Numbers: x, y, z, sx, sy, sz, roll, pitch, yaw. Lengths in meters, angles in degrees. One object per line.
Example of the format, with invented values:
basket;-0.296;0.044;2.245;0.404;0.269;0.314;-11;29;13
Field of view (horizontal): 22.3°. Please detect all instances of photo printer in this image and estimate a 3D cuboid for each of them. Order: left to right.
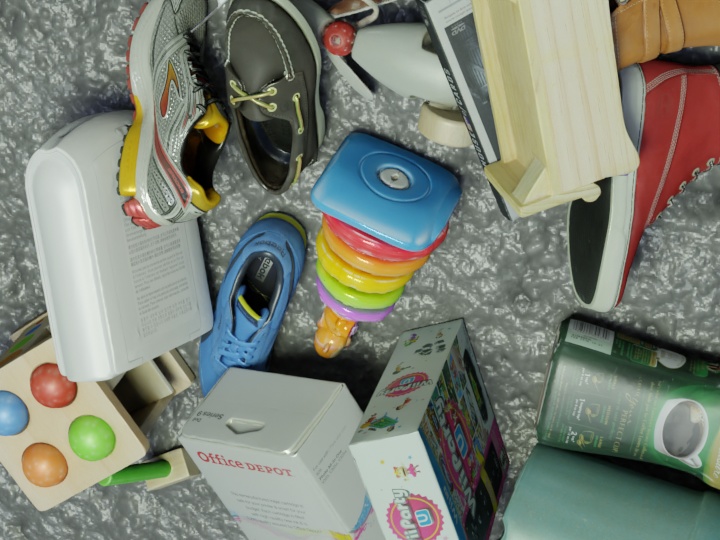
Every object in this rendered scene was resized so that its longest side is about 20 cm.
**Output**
photo printer;-0.196;-0.027;1.485;0.069;0.166;0.202;-3;102;28

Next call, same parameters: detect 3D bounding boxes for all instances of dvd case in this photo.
dvd case;0.140;-0.154;1.374;0.150;0.025;0.201;-30;122;-8

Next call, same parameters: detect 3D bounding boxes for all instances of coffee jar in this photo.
coffee jar;0.247;0.111;1.494;0.198;0.085;0.105;15;109;7

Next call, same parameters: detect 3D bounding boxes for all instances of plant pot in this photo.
plant pot;0.207;0.246;1.510;0.195;0.200;0.202;22;117;10

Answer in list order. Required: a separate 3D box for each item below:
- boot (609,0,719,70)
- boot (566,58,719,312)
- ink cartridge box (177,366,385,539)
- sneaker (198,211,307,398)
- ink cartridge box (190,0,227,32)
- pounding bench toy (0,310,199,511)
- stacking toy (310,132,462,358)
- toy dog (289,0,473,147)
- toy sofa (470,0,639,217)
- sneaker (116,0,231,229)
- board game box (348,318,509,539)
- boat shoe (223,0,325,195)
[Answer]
boot;0.240;-0.180;1.331;0.201;0.154;0.074;57;156;-3
boot;0.239;-0.063;1.407;0.143;0.072;0.202;-1;112;-23
ink cartridge box;-0.041;0.184;1.537;0.144;0.088;0.201;3;137;43
sneaker;-0.101;0.047;1.554;0.065;0.079;0.201;22;118;1
ink cartridge box;-0.057;-0.265;1.397;0.200;0.095;0.037;-40;99;25
pounding bench toy;-0.224;0.135;1.577;0.124;0.156;0.201;-29;104;23
stacking toy;0.000;0.000;1.506;0.109;0.116;0.201;25;128;5
toy dog;0.031;-0.179;1.432;0.200;0.096;0.132;42;120;10
toy sofa;0.129;-0.149;1.307;0.097;0.083;0.202;-19;120;-9
sneaker;-0.135;-0.133;1.448;0.081;0.078;0.202;-3;79;28
board game box;0.061;0.152;1.491;0.064;0.200;0.149;-13;110;20
boat shoe;-0.069;-0.137;1.421;0.071;0.061;0.202;14;149;19
